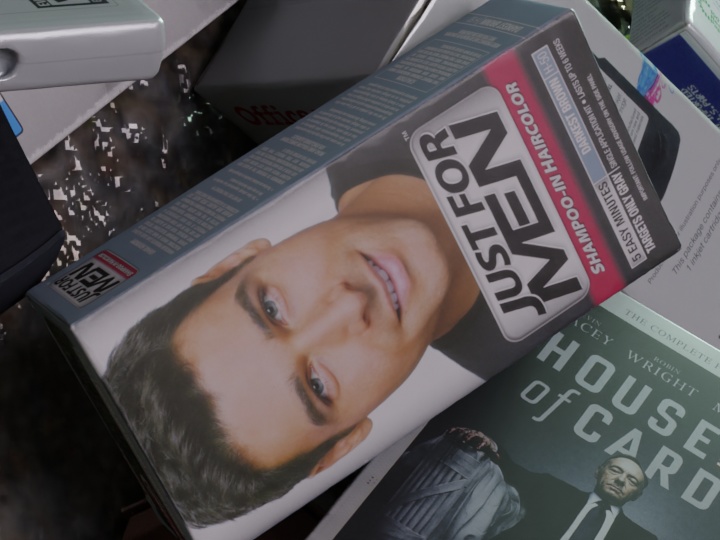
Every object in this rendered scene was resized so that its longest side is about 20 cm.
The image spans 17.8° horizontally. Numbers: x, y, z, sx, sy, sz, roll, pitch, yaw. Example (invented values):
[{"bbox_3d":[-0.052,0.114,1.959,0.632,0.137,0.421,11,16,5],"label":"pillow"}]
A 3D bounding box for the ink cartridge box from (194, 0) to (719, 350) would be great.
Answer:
[{"bbox_3d":[0.054,-0.047,0.918,0.200,0.146,0.083,39,72,-27],"label":"ink cartridge box"}]

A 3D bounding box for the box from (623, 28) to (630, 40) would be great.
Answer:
[{"bbox_3d":[0.190,-0.097,1.133,0.200,0.035,0.110,-43,107,-40],"label":"box"}]

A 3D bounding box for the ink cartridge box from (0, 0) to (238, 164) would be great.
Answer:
[{"bbox_3d":[-0.150,-0.128,0.835,0.200,0.045,0.176,-45,109,-39],"label":"ink cartridge box"}]

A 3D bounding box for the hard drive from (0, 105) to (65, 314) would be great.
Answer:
[{"bbox_3d":[-0.180,-0.023,0.700,0.200,0.042,0.135,-28,93,-52],"label":"hard drive"}]

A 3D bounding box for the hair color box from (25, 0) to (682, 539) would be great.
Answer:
[{"bbox_3d":[0.000,0.000,0.782,0.200,0.061,0.099,-33,112,-13],"label":"hair color box"}]

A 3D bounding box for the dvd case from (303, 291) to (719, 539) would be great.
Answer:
[{"bbox_3d":[0.079,0.090,0.785,0.150,0.025,0.200,31,48,12],"label":"dvd case"}]

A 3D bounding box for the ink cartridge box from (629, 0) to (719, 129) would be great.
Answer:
[{"bbox_3d":[0.203,-0.096,1.080,0.200,0.041,0.200,45,36,-23],"label":"ink cartridge box"}]

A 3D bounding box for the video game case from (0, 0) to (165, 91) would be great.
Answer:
[{"bbox_3d":[-0.183,-0.098,0.694,0.182,0.200,0.023,-8,122,-31],"label":"video game case"}]

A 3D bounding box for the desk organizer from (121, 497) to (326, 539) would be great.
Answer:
[{"bbox_3d":[-0.006,0.163,0.855,0.200,0.072,0.077,43,41,-25],"label":"desk organizer"}]
